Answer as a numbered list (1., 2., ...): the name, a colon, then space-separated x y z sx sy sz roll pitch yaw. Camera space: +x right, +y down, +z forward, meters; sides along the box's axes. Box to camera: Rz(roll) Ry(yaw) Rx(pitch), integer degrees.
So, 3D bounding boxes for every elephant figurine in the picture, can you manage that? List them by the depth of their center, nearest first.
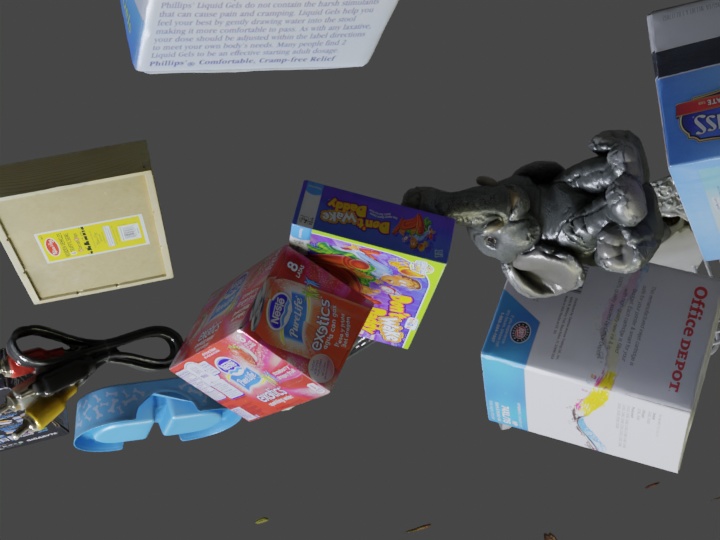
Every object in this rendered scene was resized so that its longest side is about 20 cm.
1. elephant figurine: 0.161 -0.047 1.025 0.198 0.156 0.142 -12 -156 23

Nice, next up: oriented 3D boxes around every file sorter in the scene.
1. file sorter: 0.349 0.036 1.308 0.137 0.126 0.200 -13 159 -3

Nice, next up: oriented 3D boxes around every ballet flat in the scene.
1. ballet flat: 0.247 -0.039 1.144 0.199 0.072 0.072 -21 157 16

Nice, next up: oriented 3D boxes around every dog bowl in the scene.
1. dog bowl: -0.241 0.167 1.350 0.198 0.050 0.112 -5 156 -22

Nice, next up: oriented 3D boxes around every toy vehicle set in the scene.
1. toy vehicle set: -0.220 -0.033 0.913 0.123 0.027 0.200 -11 158 -9

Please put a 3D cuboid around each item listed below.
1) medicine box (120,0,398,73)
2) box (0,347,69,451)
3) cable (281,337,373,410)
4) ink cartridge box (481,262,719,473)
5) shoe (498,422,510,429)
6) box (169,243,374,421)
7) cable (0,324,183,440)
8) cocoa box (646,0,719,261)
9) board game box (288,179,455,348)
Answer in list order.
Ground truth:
1. medicine box: -0.037 -0.203 0.410 0.102 0.184 0.200 -6 157 -20
2. box: -0.430 0.152 1.195 0.198 0.050 0.199 -14 157 -1
3. cable: -0.031 0.113 1.333 0.199 0.051 0.097 -27 160 29
4. ink cartridge box: 0.237 0.081 1.121 0.198 0.148 0.146 14 151 18
5. shoe: 0.248 0.188 1.690 0.090 0.072 0.200 -16 163 0
6. box: -0.085 0.062 1.039 0.099 0.096 0.200 34 154 -14
7. cable: -0.274 0.086 1.130 0.199 0.098 0.050 -23 179 -40
8. cocoa box: 0.308 -0.107 0.878 0.132 0.132 0.200 -9 157 22
9. board game box: 0.000 0.000 1.036 0.133 0.045 0.200 14 155 -1
